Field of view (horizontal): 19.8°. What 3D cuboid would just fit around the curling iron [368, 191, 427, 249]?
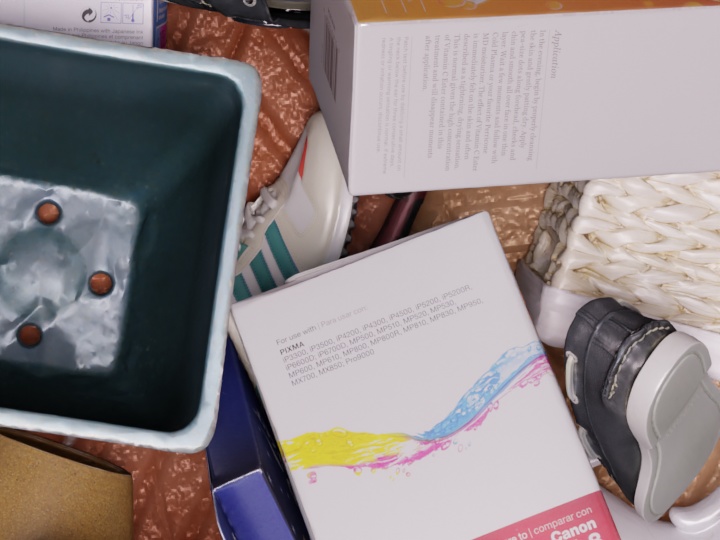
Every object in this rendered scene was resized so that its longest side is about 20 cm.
[{"bbox_3d":[0.000,0.000,1.197,0.049,0.026,0.200,10,109,-41],"label":"curling iron"}]

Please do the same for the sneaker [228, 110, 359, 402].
[{"bbox_3d":[-0.063,-0.001,1.176,0.093,0.070,0.200,14,104,-9],"label":"sneaker"}]

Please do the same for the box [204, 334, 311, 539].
[{"bbox_3d":[-0.049,0.125,1.083,0.032,0.200,0.121,-23,115,2],"label":"box"}]

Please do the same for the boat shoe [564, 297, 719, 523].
[{"bbox_3d":[0.145,0.070,1.066,0.060,0.200,0.076,34,71,23],"label":"boat shoe"}]

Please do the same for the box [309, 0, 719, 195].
[{"bbox_3d":[0.082,-0.115,1.045,0.199,0.125,0.098,-4,124,-11],"label":"box"}]

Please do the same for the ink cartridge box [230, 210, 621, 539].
[{"bbox_3d":[0.037,0.096,1.065,0.144,0.145,0.200,-21,75,0],"label":"ink cartridge box"}]

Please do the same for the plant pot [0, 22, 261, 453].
[{"bbox_3d":[-0.171,-0.008,1.094,0.195,0.200,0.197,9,81,-9],"label":"plant pot"}]

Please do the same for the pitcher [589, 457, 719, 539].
[{"bbox_3d":[0.118,0.146,1.185,0.199,0.121,0.172,12,106,-11],"label":"pitcher"}]

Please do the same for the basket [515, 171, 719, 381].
[{"bbox_3d":[0.197,-0.010,1.146,0.199,0.136,0.124,13,99,-4],"label":"basket"}]

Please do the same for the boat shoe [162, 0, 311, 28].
[{"bbox_3d":[-0.044,-0.165,1.094,0.199,0.066,0.075,11,100,-23],"label":"boat shoe"}]

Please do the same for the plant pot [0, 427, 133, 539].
[{"bbox_3d":[-0.207,0.196,1.174,0.186,0.186,0.201,19,88,-4],"label":"plant pot"}]

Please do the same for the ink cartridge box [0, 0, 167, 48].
[{"bbox_3d":[-0.173,-0.204,1.130,0.136,0.076,0.201,2,103,-2],"label":"ink cartridge box"}]
